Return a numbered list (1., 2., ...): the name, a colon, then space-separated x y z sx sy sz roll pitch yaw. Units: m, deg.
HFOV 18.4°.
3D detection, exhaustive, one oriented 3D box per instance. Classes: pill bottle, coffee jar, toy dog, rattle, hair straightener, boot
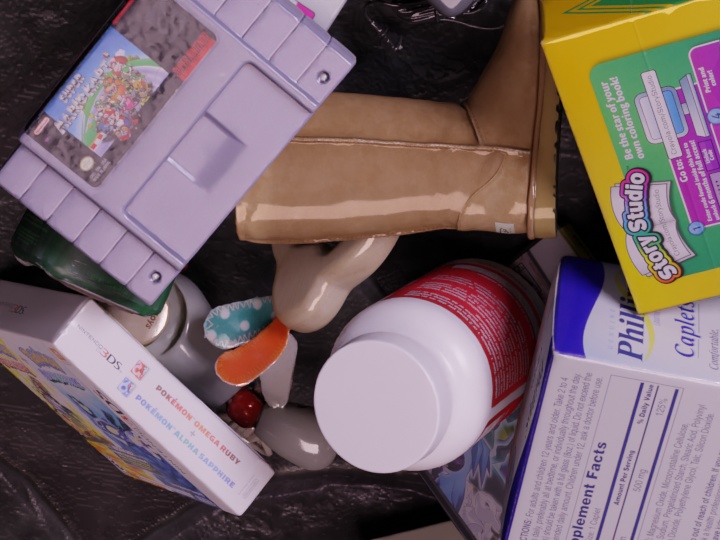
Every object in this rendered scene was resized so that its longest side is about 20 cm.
1. pill bottle: 0.046 0.064 1.449 0.112 0.200 0.113 5 103 21
2. coffee jar: -0.136 -0.079 1.415 0.104 0.085 0.201 24 90 -29
3. toy dog: -0.092 0.048 1.542 0.200 0.132 0.097 37 80 -25
4. rattle: 0.000 0.000 1.480 0.143 0.130 0.201 21 92 -51
5. hair straightener: 0.025 -0.180 1.421 0.199 0.041 0.077 -7 123 2
6. boot: 0.026 -0.101 1.378 0.199 0.176 0.066 2 164 6

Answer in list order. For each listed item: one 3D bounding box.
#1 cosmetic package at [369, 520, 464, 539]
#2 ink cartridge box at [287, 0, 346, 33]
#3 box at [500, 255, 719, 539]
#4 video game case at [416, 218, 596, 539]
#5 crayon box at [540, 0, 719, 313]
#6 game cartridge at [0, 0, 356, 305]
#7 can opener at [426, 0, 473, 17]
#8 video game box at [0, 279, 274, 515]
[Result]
1. cosmetic package: 0.096 0.239 1.645 0.199 0.088 0.104 -17 141 13
2. ink cartridge box: -0.067 -0.228 1.310 0.173 0.044 0.200 32 111 -6
3. box: 0.203 0.103 1.412 0.199 0.105 0.185 10 129 0
4. video game case: 0.120 0.095 1.548 0.200 0.025 0.181 -39 83 24
5. crayon box: 0.215 -0.086 1.297 0.172 0.058 0.201 -14 122 16
6. game cartridge: -0.114 -0.091 1.323 0.129 0.038 0.200 37 107 -12
7. can opener: 0.006 -0.244 1.348 0.200 0.053 0.067 42 105 -9
8. video game box: -0.171 0.084 1.519 0.182 0.200 0.047 48 72 -22
